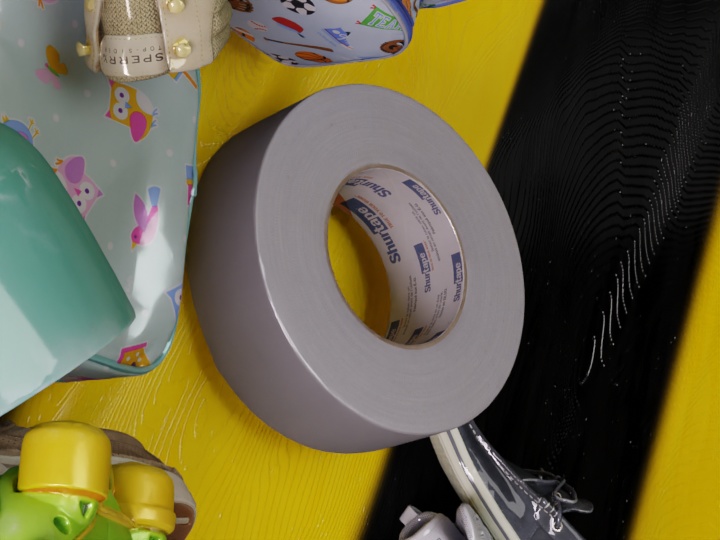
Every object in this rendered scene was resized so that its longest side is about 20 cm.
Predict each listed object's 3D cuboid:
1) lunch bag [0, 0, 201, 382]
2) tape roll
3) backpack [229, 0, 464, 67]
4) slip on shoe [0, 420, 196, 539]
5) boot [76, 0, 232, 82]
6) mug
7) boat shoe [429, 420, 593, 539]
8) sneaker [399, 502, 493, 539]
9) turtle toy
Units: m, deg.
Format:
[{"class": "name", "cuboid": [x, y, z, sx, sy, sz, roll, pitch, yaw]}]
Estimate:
[{"class": "lunch bag", "cuboid": [-0.158, -0.053, 0.927, 0.160, 0.077, 0.200, 19, 69, -44]}, {"class": "tape roll", "cuboid": [0.000, 0.000, 1.084, 0.200, 0.066, 0.201, 17, 64, -37]}, {"class": "backpack", "cuboid": [-0.015, -0.203, 1.035, 0.200, 0.190, 0.154, 29, 62, -43]}, {"class": "slip on shoe", "cuboid": [-0.168, 0.101, 0.903, 0.200, 0.076, 0.061, 5, 39, -41]}, {"class": "boot", "cuboid": [-0.106, -0.157, 0.847, 0.200, 0.073, 0.156, -45, 140, -68]}, {"class": "mug", "cuboid": [-0.196, 0.014, 0.766, 0.115, 0.185, 0.152, 61, -1, -8]}, {"class": "boat shoe", "cuboid": [0.105, 0.148, 1.164, 0.062, 0.075, 0.200, -37, 92, -4]}, {"class": "sneaker", "cuboid": [0.064, 0.204, 1.084, 0.115, 0.075, 0.200, 55, 4, -15]}, {"class": "turtle toy", "cuboid": [-0.149, 0.137, 0.792, 0.200, 0.101, 0.146, 50, 39, -64]}]
